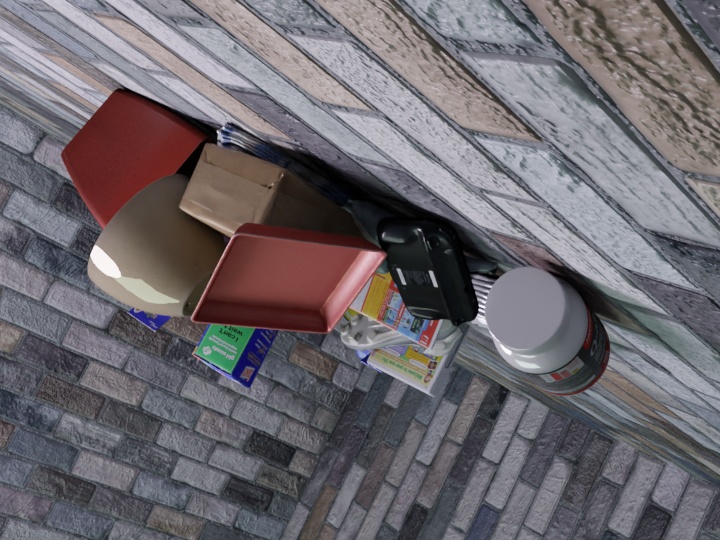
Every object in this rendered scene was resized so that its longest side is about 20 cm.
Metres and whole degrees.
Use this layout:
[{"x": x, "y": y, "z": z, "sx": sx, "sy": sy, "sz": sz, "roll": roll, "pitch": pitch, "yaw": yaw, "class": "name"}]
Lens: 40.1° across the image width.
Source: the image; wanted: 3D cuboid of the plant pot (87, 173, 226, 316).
[{"x": -0.264, "y": -0.014, "z": 1.389, "sx": 0.134, "sy": 0.201, "sz": 0.200, "roll": 41, "pitch": 178, "yaw": 13, "class": "plant pot"}]

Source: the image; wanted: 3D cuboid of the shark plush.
[{"x": 0.075, "y": -0.026, "z": 1.265, "sx": 0.198, "sy": 0.091, "sz": 0.084, "roll": 31, "pitch": 146, "yaw": 24, "class": "shark plush"}]

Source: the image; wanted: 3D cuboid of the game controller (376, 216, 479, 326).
[{"x": 0.085, "y": 0.002, "z": 1.233, "sx": 0.103, "sy": 0.043, "sz": 0.201, "roll": 12, "pitch": 148, "yaw": 27, "class": "game controller"}]

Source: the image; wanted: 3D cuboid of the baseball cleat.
[{"x": 0.066, "y": 0.102, "z": 1.503, "sx": 0.197, "sy": 0.071, "sz": 0.106, "roll": -10, "pitch": 139, "yaw": 36, "class": "baseball cleat"}]

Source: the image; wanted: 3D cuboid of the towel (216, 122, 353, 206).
[{"x": -0.108, "y": -0.137, "z": 1.347, "sx": 0.198, "sy": 0.024, "sz": 0.147, "roll": 29, "pitch": 176, "yaw": -9, "class": "towel"}]

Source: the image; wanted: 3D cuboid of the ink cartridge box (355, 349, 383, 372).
[{"x": 0.078, "y": 0.110, "z": 1.741, "sx": 0.135, "sy": 0.201, "sz": 0.077, "roll": 23, "pitch": 149, "yaw": 28, "class": "ink cartridge box"}]

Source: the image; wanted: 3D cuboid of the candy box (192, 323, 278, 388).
[{"x": -0.172, "y": 0.073, "z": 1.560, "sx": 0.076, "sy": 0.202, "sz": 0.169, "roll": 25, "pitch": 169, "yaw": 8, "class": "candy box"}]

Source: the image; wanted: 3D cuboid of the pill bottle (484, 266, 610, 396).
[{"x": 0.220, "y": 0.072, "z": 1.159, "sx": 0.115, "sy": 0.117, "sz": 0.200, "roll": 24, "pitch": 174, "yaw": 31, "class": "pill bottle"}]

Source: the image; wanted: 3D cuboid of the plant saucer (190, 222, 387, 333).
[{"x": -0.094, "y": 0.008, "z": 1.232, "sx": 0.197, "sy": 0.037, "sz": 0.200, "roll": 7, "pitch": 144, "yaw": -24, "class": "plant saucer"}]

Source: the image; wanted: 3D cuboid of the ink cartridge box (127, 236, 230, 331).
[{"x": -0.269, "y": 0.005, "z": 1.520, "sx": 0.094, "sy": 0.200, "sz": 0.037, "roll": 23, "pitch": 150, "yaw": 46, "class": "ink cartridge box"}]

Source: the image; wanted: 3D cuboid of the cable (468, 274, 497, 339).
[{"x": 0.224, "y": 0.074, "z": 1.411, "sx": 0.198, "sy": 0.070, "sz": 0.199, "roll": 24, "pitch": 174, "yaw": 38, "class": "cable"}]

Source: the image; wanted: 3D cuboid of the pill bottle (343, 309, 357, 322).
[{"x": 0.045, "y": 0.030, "z": 1.590, "sx": 0.111, "sy": 0.114, "sz": 0.199, "roll": 29, "pitch": 161, "yaw": -22, "class": "pill bottle"}]

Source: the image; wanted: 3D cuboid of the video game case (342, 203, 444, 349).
[{"x": 0.039, "y": 0.009, "z": 1.414, "sx": 0.198, "sy": 0.145, "sz": 0.017, "roll": 27, "pitch": -153, "yaw": 12, "class": "video game case"}]

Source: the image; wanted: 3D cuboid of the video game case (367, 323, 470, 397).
[{"x": 0.104, "y": 0.094, "z": 1.596, "sx": 0.022, "sy": 0.184, "sz": 0.199, "roll": 30, "pitch": 174, "yaw": -30, "class": "video game case"}]

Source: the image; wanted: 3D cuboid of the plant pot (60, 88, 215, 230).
[{"x": -0.327, "y": -0.152, "z": 1.483, "sx": 0.176, "sy": 0.200, "sz": 0.200, "roll": 41, "pitch": 178, "yaw": 12, "class": "plant pot"}]

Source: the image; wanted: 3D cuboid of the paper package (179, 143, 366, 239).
[{"x": -0.113, "y": -0.070, "z": 1.323, "sx": 0.189, "sy": 0.105, "sz": 0.199, "roll": 24, "pitch": 175, "yaw": 44, "class": "paper package"}]
